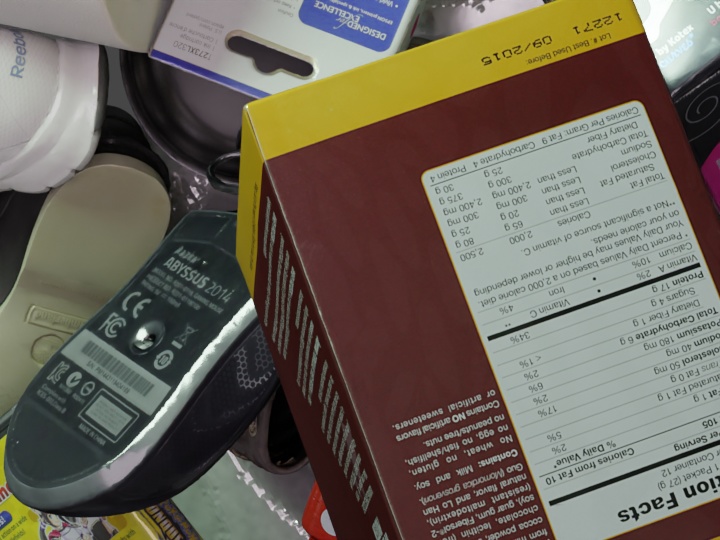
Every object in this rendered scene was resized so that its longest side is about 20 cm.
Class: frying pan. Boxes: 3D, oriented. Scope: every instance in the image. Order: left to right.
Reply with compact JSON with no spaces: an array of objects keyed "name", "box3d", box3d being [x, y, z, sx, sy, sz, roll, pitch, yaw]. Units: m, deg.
[{"name":"frying pan","box3d":[-0.021,-0.122,1.220,0.115,0.031,0.190,43,94,3]}]

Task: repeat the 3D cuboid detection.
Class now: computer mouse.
[{"name":"computer mouse","box3d":[-0.056,0.030,1.140,0.200,0.138,0.053,-45,131,-7]}]

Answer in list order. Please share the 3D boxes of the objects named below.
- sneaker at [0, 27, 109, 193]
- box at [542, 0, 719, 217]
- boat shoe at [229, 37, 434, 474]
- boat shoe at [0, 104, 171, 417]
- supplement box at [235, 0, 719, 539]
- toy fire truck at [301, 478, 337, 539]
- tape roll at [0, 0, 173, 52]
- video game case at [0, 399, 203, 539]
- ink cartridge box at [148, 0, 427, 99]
[{"name":"sneaker","box3d":[-0.191,-0.051,1.207,0.087,0.075,0.200,22,136,-34]},{"name":"box","box3d":[0.151,-0.096,1.054,0.132,0.200,0.115,-38,61,0]},{"name":"boat shoe","box3d":[0.000,0.000,1.202,0.074,0.073,0.201,12,113,-36]},{"name":"boat shoe","box3d":[-0.147,0.019,1.251,0.073,0.063,0.202,22,115,-25]},{"name":"supplement box","box3d":[0.052,0.042,0.971,0.132,0.197,0.201,-18,78,-8]},{"name":"toy fire truck","box3d":[0.021,0.113,1.184,0.128,0.176,0.201,29,116,17]},{"name":"tape roll","box3d":[-0.133,-0.199,1.137,0.138,0.203,0.204,13,100,12]},{"name":"video game case","box3d":[-0.128,0.160,1.239,0.181,0.025,0.200,51,132,0]},{"name":"ink cartridge box","box3d":[-0.006,-0.154,1.169,0.094,0.037,0.201,21,73,6]}]
